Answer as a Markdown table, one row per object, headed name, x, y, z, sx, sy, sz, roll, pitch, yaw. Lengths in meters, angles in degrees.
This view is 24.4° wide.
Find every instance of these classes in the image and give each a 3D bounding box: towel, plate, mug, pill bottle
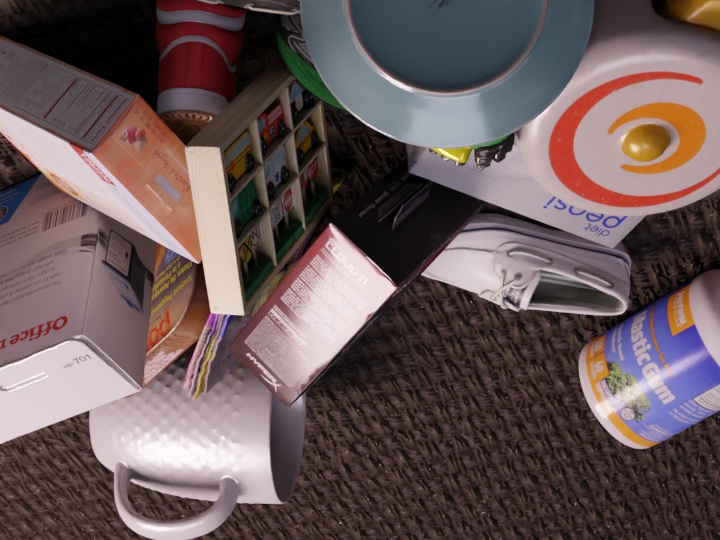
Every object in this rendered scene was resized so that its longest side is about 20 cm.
| name | x | y | z | sx | sy | sz | roll | pitch | yaw |
| --- | --- | --- | --- | --- | --- | --- | --- | --- | --- |
| towel | -0.080 | 0.011 | 1.386 | 0.023 | 0.144 | 0.200 | 36 | 134 | 10 |
| plate | 0.058 | -0.183 | 1.116 | 0.199 | 0.201 | 0.026 | -4 | 176 | 3 |
| mug | -0.153 | 0.153 | 1.498 | 0.174 | 0.201 | 0.148 | 1 | 140 | 11 |
| pill bottle | 0.301 | 0.068 | 1.474 | 0.112 | 0.113 | 0.200 | 30 | 131 | -32 |

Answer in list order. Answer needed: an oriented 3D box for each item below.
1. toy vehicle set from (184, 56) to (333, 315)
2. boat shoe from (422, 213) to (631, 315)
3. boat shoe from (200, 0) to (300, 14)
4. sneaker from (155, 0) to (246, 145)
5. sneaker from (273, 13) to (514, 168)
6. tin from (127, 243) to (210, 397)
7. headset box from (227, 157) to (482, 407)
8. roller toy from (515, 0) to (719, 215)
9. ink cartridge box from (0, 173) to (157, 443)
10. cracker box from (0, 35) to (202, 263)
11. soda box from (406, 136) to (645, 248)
| name | x | y | z | sx | sy | sz | roll | pitch | yaw |
| --- | --- | --- | --- | --- | --- | --- | --- | --- | --- |
| toy vehicle set | -0.068 | -0.068 | 1.207 | 0.026 | 0.200 | 0.125 | 2 | 117 | 18 |
| boat shoe | 0.137 | 0.000 | 1.422 | 0.199 | 0.067 | 0.074 | 2 | 140 | -4 |
| boat shoe | -0.054 | -0.215 | 1.168 | 0.199 | 0.071 | 0.064 | 6 | 167 | -17 |
| sneaker | -0.124 | -0.144 | 1.256 | 0.071 | 0.113 | 0.200 | 4 | 170 | -9 |
| sneaker | 0.028 | -0.154 | 1.191 | 0.199 | 0.078 | 0.086 | 25 | 134 | 20 |
| tin | -0.183 | 0.034 | 1.419 | 0.042 | 0.112 | 0.200 | 17 | 138 | -36 |
| headset box | 0.000 | 0.000 | 1.347 | 0.077 | 0.149 | 0.200 | 43 | 133 | 4 |
| roller toy | 0.201 | -0.135 | 1.205 | 0.199 | 0.140 | 0.183 | -14 | 139 | 14 |
| ink cartridge box | -0.246 | 0.018 | 1.330 | 0.146 | 0.201 | 0.086 | -20 | 137 | 22 |
| cracker box | -0.194 | -0.091 | 1.221 | 0.200 | 0.058 | 0.134 | 27 | 164 | 44 |
| soda box | 0.136 | -0.088 | 1.320 | 0.199 | 0.064 | 0.068 | 19 | 136 | -23 |
